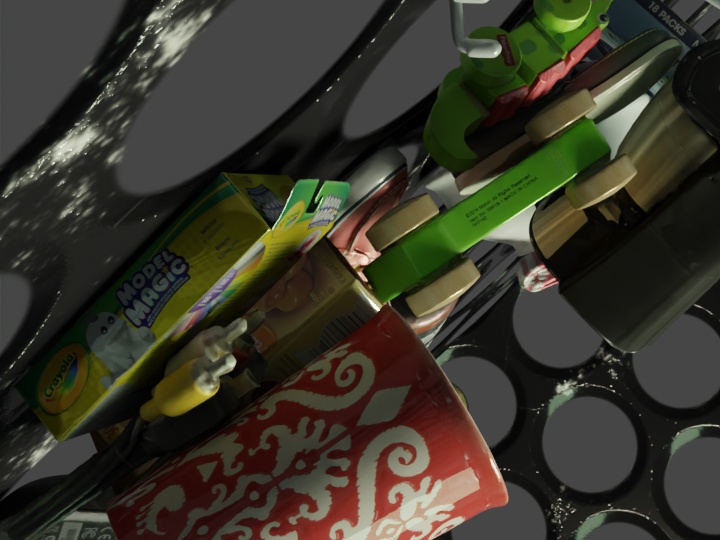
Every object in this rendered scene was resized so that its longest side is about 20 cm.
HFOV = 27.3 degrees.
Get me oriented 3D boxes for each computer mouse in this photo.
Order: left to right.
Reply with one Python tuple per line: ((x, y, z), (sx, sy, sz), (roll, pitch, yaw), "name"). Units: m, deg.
((-0.186, 0.186, 1.073), (0.199, 0.053, 0.139), (7, 131, -30), "computer mouse")

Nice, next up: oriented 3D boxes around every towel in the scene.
((0.224, -0.035, 1.265), (0.199, 0.030, 0.146), (-22, -178, 5), "towel")

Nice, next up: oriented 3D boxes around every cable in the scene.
((-0.129, 0.087, 0.861), (0.200, 0.050, 0.097), (-32, -173, 20), "cable")

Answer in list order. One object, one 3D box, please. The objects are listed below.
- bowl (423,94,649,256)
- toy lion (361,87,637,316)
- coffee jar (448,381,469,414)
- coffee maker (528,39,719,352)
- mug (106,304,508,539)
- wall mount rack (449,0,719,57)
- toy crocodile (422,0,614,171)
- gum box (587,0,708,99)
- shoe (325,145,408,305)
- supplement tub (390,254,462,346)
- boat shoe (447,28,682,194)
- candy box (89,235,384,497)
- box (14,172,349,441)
((0.161, -0.070, 1.243), (0.200, 0.091, 0.201), (-21, 179, 0), "bowl")
((0.085, -0.040, 0.987), (0.200, 0.069, 0.192), (-33, 179, -14), "toy lion")
((0.030, 0.135, 1.180), (0.200, 0.085, 0.105), (-10, 122, -77), "coffee jar")
((0.240, -0.030, 1.063), (0.134, 0.193, 0.200), (-11, 154, -37), "coffee maker")
((-0.027, 0.142, 0.867), (0.199, 0.134, 0.178), (-31, 137, -7), "mug")
((0.126, -0.153, 0.738), (0.173, 0.075, 0.200), (-6, 174, 7), "wall mount rack")
((0.113, -0.141, 0.996), (0.200, 0.062, 0.068), (-39, 171, -28), "toy crocodile")
((0.258, -0.157, 1.215), (0.045, 0.170, 0.200), (-47, 172, 3), "gum box")
((0.000, 0.000, 1.076), (0.071, 0.091, 0.200), (-34, 168, -45), "shoe")
((0.018, 0.027, 1.247), (0.107, 0.107, 0.200), (-40, 171, -19), "supplement tub")
((0.137, -0.125, 1.065), (0.200, 0.062, 0.073), (-33, 165, 34), "boat shoe")
((-0.080, 0.063, 0.948), (0.200, 0.055, 0.115), (-42, -147, 1), "candy box")
((-0.095, 0.010, 0.846), (0.200, 0.048, 0.117), (-42, 172, 13), "box")
